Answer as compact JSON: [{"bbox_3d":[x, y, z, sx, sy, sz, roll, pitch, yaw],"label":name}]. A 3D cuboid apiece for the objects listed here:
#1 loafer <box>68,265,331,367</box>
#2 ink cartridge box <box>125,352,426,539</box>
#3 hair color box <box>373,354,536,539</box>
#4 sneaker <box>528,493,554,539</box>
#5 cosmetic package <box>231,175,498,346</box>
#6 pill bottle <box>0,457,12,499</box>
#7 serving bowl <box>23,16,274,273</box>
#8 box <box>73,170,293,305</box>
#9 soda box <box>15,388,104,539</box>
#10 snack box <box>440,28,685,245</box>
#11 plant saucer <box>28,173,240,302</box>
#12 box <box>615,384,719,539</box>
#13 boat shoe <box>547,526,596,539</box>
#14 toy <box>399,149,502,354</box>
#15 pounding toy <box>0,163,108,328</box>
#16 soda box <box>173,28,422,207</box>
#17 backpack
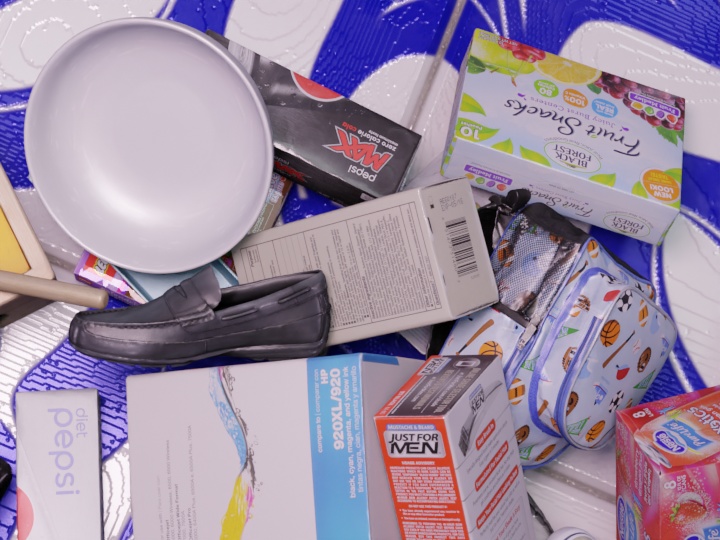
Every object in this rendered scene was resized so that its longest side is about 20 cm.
[{"bbox_3d":[-0.119,0.031,1.170,0.198,0.068,0.071,-3,106,-15],"label":"loafer"},{"bbox_3d":[-0.059,0.145,1.191,0.198,0.147,0.147,-7,82,22],"label":"ink cartridge box"},{"bbox_3d":[0.077,0.176,1.161,0.063,0.111,0.202,-2,109,28],"label":"hair color box"},{"bbox_3d":[0.067,0.186,1.293,0.198,0.075,0.088,28,94,1],"label":"sneaker"},{"bbox_3d":[0.000,0.000,1.223,0.073,0.198,0.105,-17,94,-51],"label":"cosmetic package"},{"bbox_3d":[-0.379,0.144,1.207,0.199,0.112,0.112,35,77,-1],"label":"pill bottle"},{"bbox_3d":[-0.159,-0.103,1.223,0.197,0.066,0.203,3,110,8],"label":"serving bowl"},{"bbox_3d":[-0.138,-0.056,1.314,0.136,0.039,0.202,24,77,-2],"label":"box"},{"bbox_3d":[-0.238,0.197,1.241,0.067,0.063,0.203,-1,80,-8],"label":"soda box"},{"bbox_3d":[0.175,-0.115,1.333,0.198,0.053,0.143,17,50,-4],"label":"snack box"},{"bbox_3d":[-0.178,-0.027,1.274,0.070,0.019,0.200,-43,87,-12],"label":"plant saucer"},{"bbox_3d":[0.264,0.205,1.243,0.098,0.096,0.202,-12,121,-10],"label":"box"},{"bbox_3d":[0.203,0.304,1.264,0.071,0.062,0.202,-22,97,-25],"label":"boat shoe"},{"bbox_3d":[0.077,-0.025,1.332,0.115,0.047,0.200,41,70,14],"label":"toy"},{"bbox_3d":[-0.319,-0.011,1.229,0.183,0.142,0.202,-27,84,-11],"label":"pounding toy"},{"bbox_3d":[-0.053,-0.117,1.285,0.198,0.063,0.071,26,75,-2],"label":"soda box"},{"bbox_3d":[0.151,0.065,1.260,0.154,0.199,0.191,39,95,41],"label":"backpack"}]
